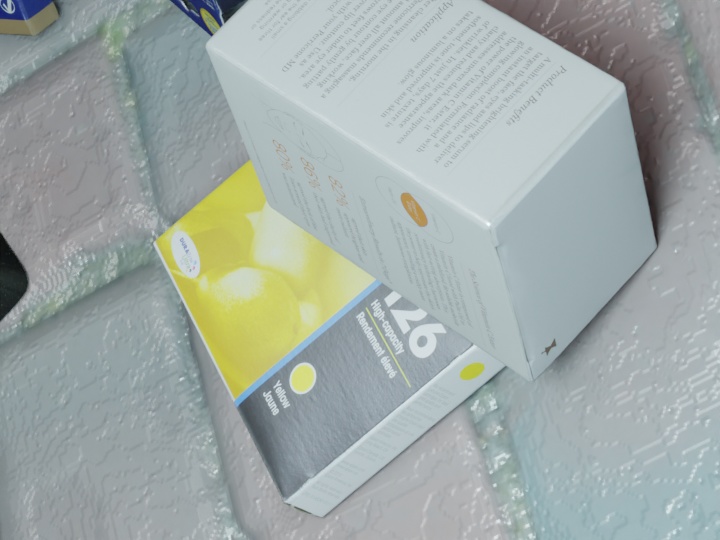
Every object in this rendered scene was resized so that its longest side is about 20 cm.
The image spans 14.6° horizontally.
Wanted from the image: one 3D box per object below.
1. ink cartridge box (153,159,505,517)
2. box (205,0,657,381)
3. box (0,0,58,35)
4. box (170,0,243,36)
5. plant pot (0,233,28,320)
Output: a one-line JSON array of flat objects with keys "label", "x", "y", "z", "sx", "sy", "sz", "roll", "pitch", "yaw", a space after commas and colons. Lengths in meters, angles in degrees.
[{"label": "ink cartridge box", "x": 0.000, "y": 0.000, "z": 1.558, "sx": 0.200, "sy": 0.047, "sz": 0.198, "roll": -42, "pitch": 54, "yaw": 18}, {"label": "box", "x": 0.039, "y": -0.064, "z": 1.455, "sx": 0.200, "sy": 0.152, "sz": 0.106, "roll": 34, "pitch": 70, "yaw": 29}, {"label": "box", "x": -0.268, "y": -0.242, "z": 1.740, "sx": 0.121, "sy": 0.200, "sz": 0.032, "roll": 6, "pitch": 34, "yaw": 36}, {"label": "box", "x": -0.119, "y": -0.230, "z": 1.636, "sx": 0.032, "sy": 0.200, "sz": 0.121, "roll": -32, "pitch": 42, "yaw": -14}, {"label": "plant pot", "x": -0.361, "y": -0.011, "z": 1.726, "sx": 0.200, "sy": 0.177, "sz": 0.200, "roll": -45, "pitch": 55, "yaw": 12}]
